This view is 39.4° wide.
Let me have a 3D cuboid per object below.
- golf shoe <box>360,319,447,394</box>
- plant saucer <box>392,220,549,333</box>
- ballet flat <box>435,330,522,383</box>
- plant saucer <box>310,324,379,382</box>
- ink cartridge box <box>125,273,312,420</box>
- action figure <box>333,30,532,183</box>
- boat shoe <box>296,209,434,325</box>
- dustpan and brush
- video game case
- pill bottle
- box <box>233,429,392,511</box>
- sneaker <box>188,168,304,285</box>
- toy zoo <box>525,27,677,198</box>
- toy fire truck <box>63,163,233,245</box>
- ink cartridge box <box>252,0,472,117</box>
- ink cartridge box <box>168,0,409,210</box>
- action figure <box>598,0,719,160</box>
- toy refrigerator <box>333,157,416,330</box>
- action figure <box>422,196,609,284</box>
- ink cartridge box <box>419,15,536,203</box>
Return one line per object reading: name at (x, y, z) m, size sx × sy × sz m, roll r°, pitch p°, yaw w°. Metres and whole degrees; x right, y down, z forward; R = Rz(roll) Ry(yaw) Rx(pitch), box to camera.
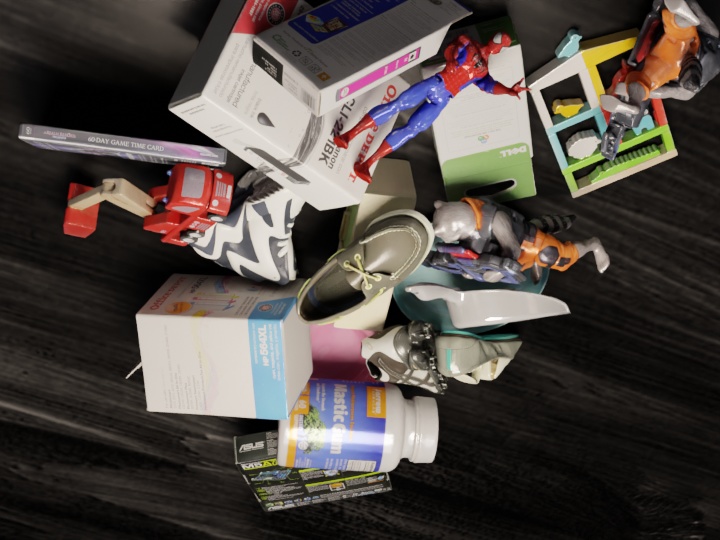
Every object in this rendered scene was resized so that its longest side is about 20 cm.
golf shoe at (0.058, 0.108, 1.261) m, size 0.093 × 0.079 × 0.200 m, roll -6°, pitch 157°, yaw 14°
plant saucer at (0.135, -0.001, 1.249) m, size 0.198 × 0.028 × 0.202 m, roll -3°, pitch 130°, yaw -3°
ballet flat at (0.148, 0.109, 1.261) m, size 0.067 × 0.065 × 0.199 m, roll -3°, pitch 175°, yaw 30°
plant saucer at (-0.059, 0.114, 1.310) m, size 0.198 × 0.051 × 0.202 m, roll -3°, pitch 131°, yaw -4°
ink cartridge box at (-0.168, 0.086, 1.183) m, size 0.198 × 0.129 × 0.127 m, roll 2°, pitch 111°, yaw 10°
action figure at (0.077, -0.162, 0.951) m, size 0.200 × 0.099 × 0.065 m, roll -41°, pitch 115°, yaw -8°
boat shoe at (0.002, 0.002, 1.101) m, size 0.072 × 0.060 × 0.201 m, roll 49°, pitch 132°, yaw -6°
dustpan and brush at (0.131, 0.037, 1.176) m, size 0.198 × 0.058 × 0.139 m, roll -5°, pitch 176°, yaw -38°
video game case at (-0.241, -0.126, 1.039) m, size 0.198 × 0.143 × 0.019 m, roll 7°, pitch 92°, yaw -11°
pill bottle at (-0.005, 0.196, 1.272) m, size 0.197 × 0.113 × 0.113 m, roll 4°, pitch 130°, yaw -5°
box at (-0.062, 0.274, 1.419) m, size 0.198 × 0.048 × 0.194 m, roll -11°, pitch 144°, yaw 3°
sneaker at (-0.089, -0.051, 1.148) m, size 0.198 × 0.080 × 0.130 m, roll -32°, pitch 128°, yaw 20°
toy zoo at (0.265, -0.181, 1.113) m, size 0.130 × 0.021 × 0.201 m, roll -22°, pitch 129°, yaw 12°
toy fire truck at (-0.231, -0.072, 1.074) m, size 0.140 × 0.049 × 0.200 m, roll 13°, pitch 162°, yaw -26°
ink cartridge box at (0.004, -0.220, 0.941) m, size 0.199 × 0.095 × 0.037 m, roll -34°, pitch 152°, yaw -28°
ink cartridge box at (-0.066, -0.172, 0.997) m, size 0.199 × 0.146 × 0.083 m, roll 32°, pitch 162°, yaw -30°
action figure at (0.308, -0.189, 1.010) m, size 0.104 × 0.193 × 0.202 m, roll 28°, pitch 116°, yaw 24°
toy refrigerator at (0.008, -0.029, 1.180) m, size 0.069 × 0.076 × 0.201 m, roll 4°, pitch 130°, yaw -10°
action figure at (0.151, -0.036, 1.132) m, size 0.192 × 0.199 × 0.106 m, roll 16°, pitch 87°, yaw -33°
ink cartridge box at (0.127, -0.164, 1.087) m, size 0.103 × 0.060 × 0.201 m, roll -13°, pitch 133°, yaw 4°
